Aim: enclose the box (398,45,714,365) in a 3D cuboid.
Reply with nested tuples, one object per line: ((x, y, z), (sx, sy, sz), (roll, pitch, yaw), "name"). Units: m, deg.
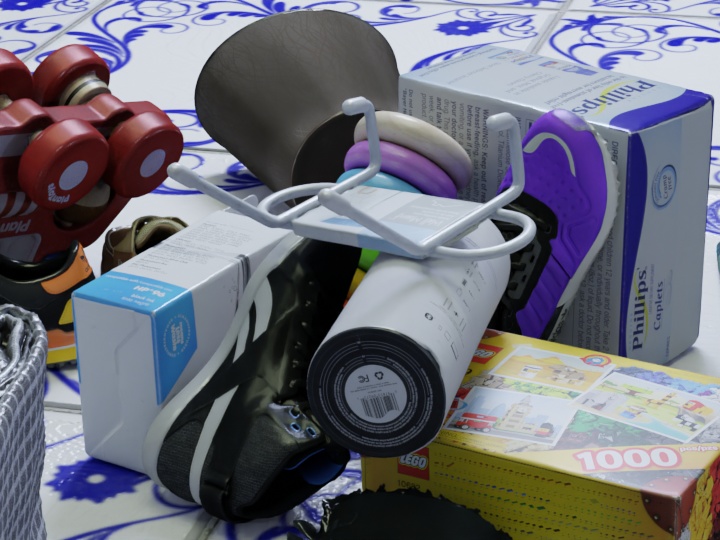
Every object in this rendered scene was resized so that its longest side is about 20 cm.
((0.130, -0.041, 1.448), (0.200, 0.185, 0.105), (19, 29, 38), "box")

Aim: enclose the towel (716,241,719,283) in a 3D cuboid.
((0.331, 0.017, 1.504), (0.146, 0.022, 0.200), (1, 23, 6), "towel")

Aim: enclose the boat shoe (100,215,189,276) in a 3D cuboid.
((-0.138, -0.004, 1.513), (0.075, 0.074, 0.200), (-11, 22, -21), "boat shoe")

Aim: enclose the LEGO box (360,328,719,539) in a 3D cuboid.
((0.121, 0.111, 1.223), (0.199, 0.077, 0.149), (11, 26, 28), "LEGO box")

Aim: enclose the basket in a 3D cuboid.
((-0.026, -0.116, 1.709), (0.180, 0.136, 0.200), (-11, 28, -13), "basket")

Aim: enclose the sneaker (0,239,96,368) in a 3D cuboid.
((-0.279, 0.020, 1.446), (0.199, 0.090, 0.070), (-4, 23, -7), "sneaker")

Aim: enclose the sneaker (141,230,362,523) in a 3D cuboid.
((-0.033, 0.067, 1.265), (0.112, 0.073, 0.200), (26, 77, 37), "sneaker")

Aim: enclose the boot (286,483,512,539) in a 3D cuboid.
((0.050, 0.176, 1.089), (0.197, 0.074, 0.163), (3, 20, 11), "boot")

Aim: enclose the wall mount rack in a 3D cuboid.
((-0.004, -0.047, 1.214), (0.200, 0.075, 0.174), (10, 28, 40), "wall mount rack")

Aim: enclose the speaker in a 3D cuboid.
((0.033, 0.029, 1.219), (0.081, 0.082, 0.200), (4, 23, 13), "speaker")

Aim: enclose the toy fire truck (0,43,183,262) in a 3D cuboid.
((-0.230, -0.063, 1.517), (0.112, 0.168, 0.200), (41, 28, 24), "toy fire truck")

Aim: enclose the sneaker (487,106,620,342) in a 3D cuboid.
((0.099, -0.005, 1.344), (0.069, 0.201, 0.099), (34, 38, 27), "sneaker")

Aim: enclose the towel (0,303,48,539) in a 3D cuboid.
((-0.206, 0.127, 1.098), (0.085, 0.166, 0.200), (4, 23, -3), "towel")

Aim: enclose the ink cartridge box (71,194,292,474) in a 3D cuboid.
((-0.096, 0.037, 1.362), (0.068, 0.116, 0.200), (12, 27, 29), "ink cartridge box")

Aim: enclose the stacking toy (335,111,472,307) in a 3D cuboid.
((0.000, 0.000, 1.374), (0.085, 0.085, 0.201), (13, 70, 32), "stacking toy")
